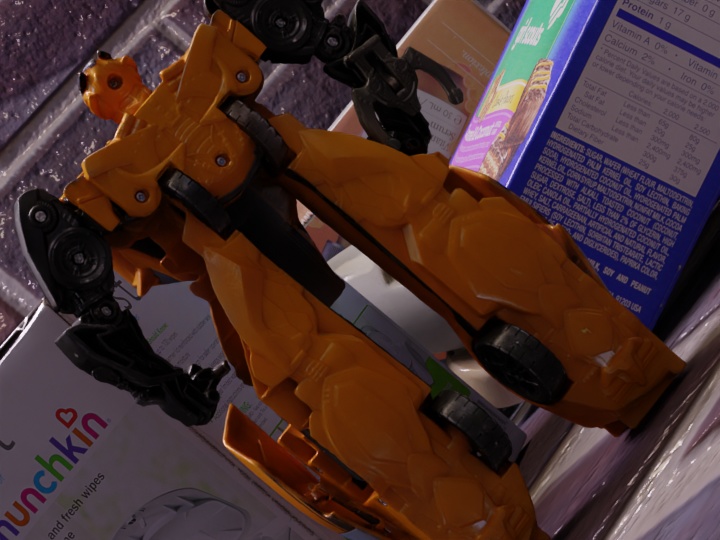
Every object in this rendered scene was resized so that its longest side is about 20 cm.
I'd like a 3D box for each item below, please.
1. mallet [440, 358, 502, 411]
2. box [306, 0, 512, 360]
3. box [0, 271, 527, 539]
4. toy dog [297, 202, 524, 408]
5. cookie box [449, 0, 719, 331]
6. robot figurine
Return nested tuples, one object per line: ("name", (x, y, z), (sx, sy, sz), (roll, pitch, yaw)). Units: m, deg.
("mallet", (0.096, 0.005, 1.188), (0.200, 0.041, 0.066), (-47, 1, -2))
("box", (0.037, -0.019, 1.320), (0.200, 0.152, 0.106), (-52, 2, -6))
("box", (-0.044, 0.067, 0.943), (0.097, 0.176, 0.200), (-50, 1, 21))
("toy dog", (0.000, 0.000, 1.128), (0.096, 0.199, 0.132), (-57, -27, -50))
("cookie box", (0.099, -0.076, 0.949), (0.201, 0.075, 0.171), (-64, 7, 3))
("robot figurine", (-0.009, 0.005, 0.776), (0.145, 0.200, 0.058), (-50, 0, -17))
